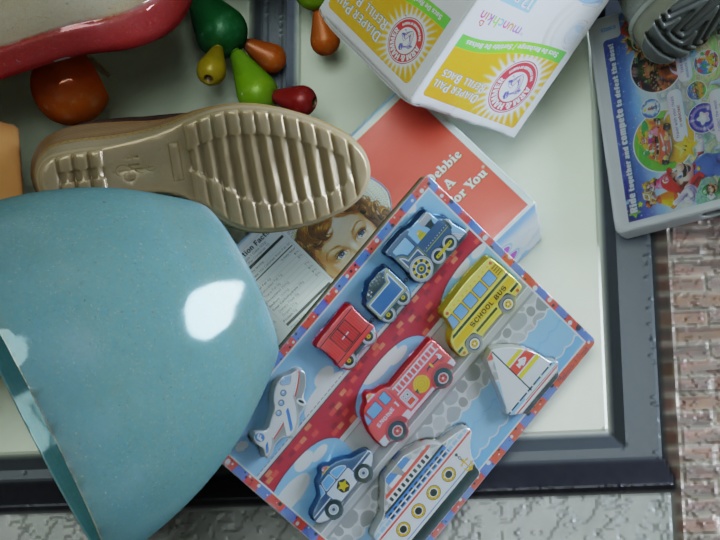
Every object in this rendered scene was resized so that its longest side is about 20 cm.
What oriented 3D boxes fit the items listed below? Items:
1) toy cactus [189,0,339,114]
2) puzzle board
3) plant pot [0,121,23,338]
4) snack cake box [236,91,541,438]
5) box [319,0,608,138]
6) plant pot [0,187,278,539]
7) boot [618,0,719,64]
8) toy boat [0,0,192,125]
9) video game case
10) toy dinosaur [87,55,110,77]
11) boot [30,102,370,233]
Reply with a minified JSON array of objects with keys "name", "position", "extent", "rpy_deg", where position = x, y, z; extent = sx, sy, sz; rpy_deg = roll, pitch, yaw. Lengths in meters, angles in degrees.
[{"name":"toy cactus","position":[-0.094,-0.196,1.220],"extent":[0.164,0.102,0.202],"rpy_deg":[-2,102,31]},{"name":"puzzle board","position":[0.026,0.070,1.106],"extent":[0.151,0.017,0.200],"rpy_deg":[42,85,-19]},{"name":"plant pot","position":[-0.269,-0.014,1.149],"extent":[0.138,0.200,0.202],"rpy_deg":[-4,70,-9]},{"name":"snack cake box","position":[0.000,0.000,1.158],"extent":[0.200,0.067,0.115],"rpy_deg":[-44,70,-6]},{"name":"box","position":[0.086,-0.195,1.137],"extent":[0.101,0.112,0.201],"rpy_deg":[47,111,35]},{"name":"plant pot","position":[-0.123,0.035,1.025],"extent":[0.134,0.200,0.201],"rpy_deg":[-28,69,-13]},{"name":"boot","position":[0.188,-0.247,1.182],"extent":[0.181,0.073,0.201],"rpy_deg":[-36,52,12]},{"name":"toy boat","position":[-0.193,-0.147,1.183],"extent":[0.198,0.131,0.131],"rpy_deg":[-15,40,14]},{"name":"video game case","position":[0.239,-0.110,1.150],"extent":[0.198,0.018,0.145],"rpy_deg":[-14,69,24]},{"name":"toy dinosaur","position":[-0.266,-0.158,1.264],"extent":[0.198,0.058,0.102],"rpy_deg":[-6,95,-4]},{"name":"boot","position":[-0.093,-0.066,1.145],"extent":[0.198,0.166,0.073],"rpy_deg":[0,97,0]}]
